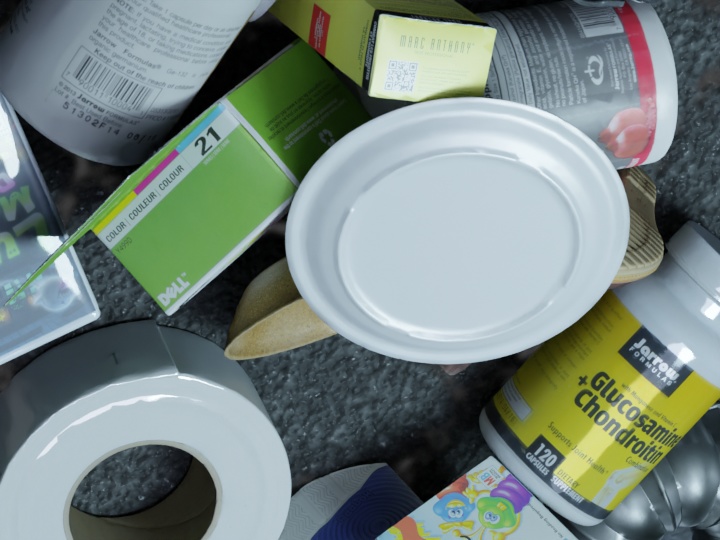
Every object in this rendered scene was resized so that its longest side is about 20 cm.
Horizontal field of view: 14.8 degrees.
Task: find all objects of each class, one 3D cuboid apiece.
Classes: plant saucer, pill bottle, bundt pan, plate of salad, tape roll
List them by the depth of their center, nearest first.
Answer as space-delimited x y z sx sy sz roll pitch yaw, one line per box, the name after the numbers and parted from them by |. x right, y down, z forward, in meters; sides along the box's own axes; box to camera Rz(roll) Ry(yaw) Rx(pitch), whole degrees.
-0.115 -0.167 1.575 0.114 0.114 0.200 22 119 -28 | pill bottle
0.056 -0.026 1.609 0.200 0.048 0.200 -2 130 -3 | plate of salad
0.087 -0.106 1.729 0.200 0.111 0.111 -10 121 -14 | pill bottle
0.000 0.000 1.745 0.200 0.200 0.036 -23 81 -6 | plant saucer
-0.149 0.136 1.808 0.202 0.071 0.203 -8 121 -14 | tape roll
0.182 0.066 1.860 0.112 0.112 0.200 35 103 -32 | pill bottle
0.220 0.194 1.969 0.201 0.076 0.202 -9 121 -15 | bundt pan

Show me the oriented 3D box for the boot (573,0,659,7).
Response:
0.086 -0.198 1.634 0.200 0.132 0.070 -14 127 -35 | boot

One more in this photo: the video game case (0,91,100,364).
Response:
-0.275 -0.007 1.635 0.200 0.023 0.182 -26 119 -10 | video game case

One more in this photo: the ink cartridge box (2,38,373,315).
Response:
-0.099 -0.034 1.626 0.076 0.200 0.148 48 130 -2 | ink cartridge box

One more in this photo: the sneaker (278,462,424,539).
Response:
-0.034 0.224 1.902 0.199 0.081 0.115 -33 138 -8 | sneaker

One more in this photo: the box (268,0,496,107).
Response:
0.007 -0.148 1.621 0.075 0.200 0.050 4 109 -23 | box

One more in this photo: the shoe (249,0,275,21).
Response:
-0.059 -0.250 1.624 0.091 0.071 0.200 21 105 -26 | shoe

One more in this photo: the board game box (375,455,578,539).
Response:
0.085 0.238 1.877 0.103 0.105 0.200 -34 148 -20 | board game box

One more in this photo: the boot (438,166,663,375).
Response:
0.114 0.015 1.756 0.072 0.200 0.166 45 110 0 | boot
